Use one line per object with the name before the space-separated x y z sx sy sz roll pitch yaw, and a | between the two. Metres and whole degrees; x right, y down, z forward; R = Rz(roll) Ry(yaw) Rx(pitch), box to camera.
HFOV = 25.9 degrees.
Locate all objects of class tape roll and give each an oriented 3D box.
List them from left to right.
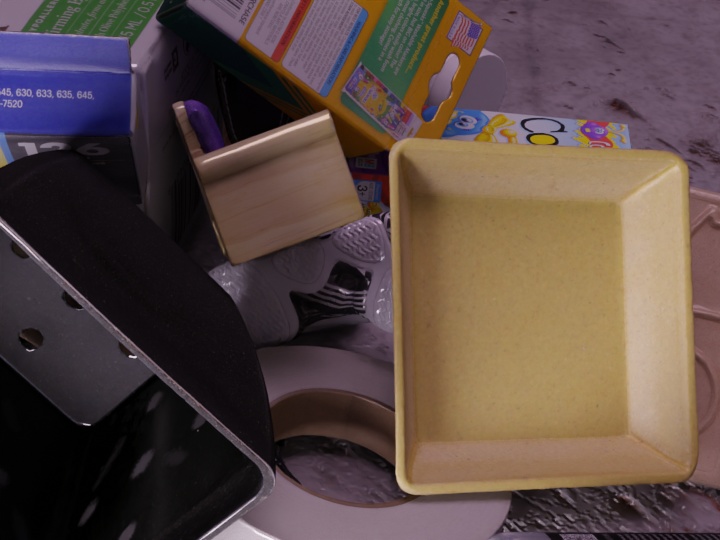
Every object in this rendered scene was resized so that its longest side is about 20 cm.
tape roll | -0.011 0.115 0.907 0.202 0.037 0.203 12 30 -7

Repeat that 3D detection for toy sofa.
toy sofa | -0.059 -0.063 0.954 0.083 0.098 0.200 -19 3 -5

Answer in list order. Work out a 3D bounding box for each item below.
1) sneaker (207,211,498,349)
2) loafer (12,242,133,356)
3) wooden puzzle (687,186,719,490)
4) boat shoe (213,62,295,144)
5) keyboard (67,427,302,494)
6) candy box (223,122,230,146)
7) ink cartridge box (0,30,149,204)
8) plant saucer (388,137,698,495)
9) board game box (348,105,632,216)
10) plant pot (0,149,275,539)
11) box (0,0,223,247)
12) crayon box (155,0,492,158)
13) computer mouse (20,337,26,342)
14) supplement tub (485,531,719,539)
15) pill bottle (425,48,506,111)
sneaker | 0.000 0.000 1.016 0.200 0.075 0.115 -12 7 16
loafer | -0.166 0.019 0.953 0.200 0.067 0.076 31 38 -28
wooden puzzle | 0.174 0.032 1.008 0.200 0.046 0.186 13 77 15
boat shoe | -0.073 -0.167 1.074 0.072 0.202 0.061 0 0 19
keyboard | -0.082 0.142 0.901 0.127 0.021 0.200 -13 40 -23
candy box | -0.116 -0.190 1.214 0.055 0.200 0.115 11 35 8
ink cartridge box | -0.222 -0.080 0.876 0.197 0.200 0.047 2 79 -4
plant saucer | 0.101 0.028 0.927 0.200 0.200 0.048 1 -6 -23
board game box | 0.089 -0.045 1.119 0.200 0.105 0.103 5 35 0
plant pot | -0.168 0.054 0.818 0.200 0.200 0.177 45 21 -15
box | -0.200 -0.113 1.091 0.171 0.200 0.199 8 36 7
crayon box | -0.020 -0.163 1.031 0.052 0.200 0.126 -6 54 58
computer mouse | -0.300 0.025 1.023 0.200 0.034 0.059 -4 37 -12
supplement tub | 0.157 0.191 0.776 0.200 0.123 0.123 1 35 -6
pill bottle | 0.022 -0.182 1.298 0.112 0.113 0.200 -26 45 -37
